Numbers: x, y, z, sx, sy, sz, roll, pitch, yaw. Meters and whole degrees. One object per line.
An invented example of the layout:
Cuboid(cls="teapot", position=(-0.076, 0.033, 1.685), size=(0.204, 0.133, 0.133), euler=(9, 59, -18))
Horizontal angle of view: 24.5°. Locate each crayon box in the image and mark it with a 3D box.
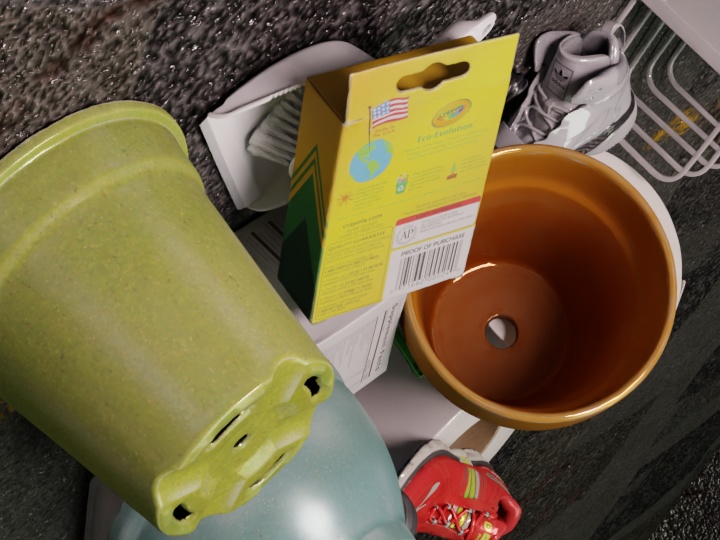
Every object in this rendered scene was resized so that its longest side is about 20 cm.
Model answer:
Cuboid(cls="crayon box", position=(0.022, -0.068, 1.047), size=(0.126, 0.051, 0.201), euler=(-17, 139, -28))

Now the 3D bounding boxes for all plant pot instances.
Cuboid(cls="plant pot", position=(-0.047, 0.173, 1.076), size=(0.200, 0.134, 0.201), euler=(-39, 156, -20))
Cuboid(cls="plant pot", position=(0.119, 0.028, 1.252), size=(0.200, 0.200, 0.183), euler=(-41, 173, -13))
Cuboid(cls="plant pot", position=(-0.120, 0.040, 0.934), size=(0.200, 0.184, 0.201), euler=(-39, 159, -18))

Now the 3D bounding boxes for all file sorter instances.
Cuboid(cls="file sorter", position=(0.299, -0.168, 1.439), size=(0.199, 0.139, 0.125), euler=(-17, 148, -52))

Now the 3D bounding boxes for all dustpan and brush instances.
Cuboid(cls="dustpan and brush", position=(0.000, -0.113, 1.061), size=(0.200, 0.057, 0.140), euler=(-43, 159, -10))

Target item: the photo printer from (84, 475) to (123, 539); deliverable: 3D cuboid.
Cuboid(cls="photo printer", position=(-0.141, 0.178, 1.306), size=(0.166, 0.069, 0.201), euler=(-33, 155, -32))

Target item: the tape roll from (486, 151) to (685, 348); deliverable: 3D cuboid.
Cuboid(cls="tape roll", position=(0.174, -0.008, 1.394), size=(0.202, 0.203, 0.037), euler=(-38, 178, -21))

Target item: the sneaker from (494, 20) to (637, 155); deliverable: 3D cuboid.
Cuboid(cls="sneaker", position=(0.139, -0.119, 1.313), size=(0.199, 0.075, 0.115), euler=(-35, 149, -17))

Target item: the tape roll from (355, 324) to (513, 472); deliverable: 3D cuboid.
Cuboid(cls="tape roll", position=(0.041, 0.115, 1.447), size=(0.202, 0.139, 0.203), euler=(-39, 157, -20))

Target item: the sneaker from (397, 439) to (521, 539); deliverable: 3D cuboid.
Cuboid(cls="sneaker", position=(0.077, 0.189, 1.336), size=(0.077, 0.085, 0.199), euler=(-53, 156, 17))

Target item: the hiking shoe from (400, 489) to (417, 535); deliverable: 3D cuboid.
Cuboid(cls="hiking shoe", position=(0.003, 0.205, 1.229), size=(0.100, 0.077, 0.200), euler=(8, 153, -27))

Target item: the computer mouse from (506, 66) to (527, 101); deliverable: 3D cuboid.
Cuboid(cls="computer mouse", position=(0.044, -0.079, 1.173), size=(0.200, 0.044, 0.110), euler=(-37, 176, -43))

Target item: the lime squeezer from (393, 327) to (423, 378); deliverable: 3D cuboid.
Cuboid(cls="lime squeezer", position=(0.000, 0.000, 1.267), size=(0.037, 0.071, 0.201), euler=(-25, 133, -6))

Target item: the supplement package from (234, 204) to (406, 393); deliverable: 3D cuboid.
Cuboid(cls="supplement package", position=(-0.079, 0.054, 1.143), size=(0.199, 0.109, 0.114), euler=(-33, 156, -30))
